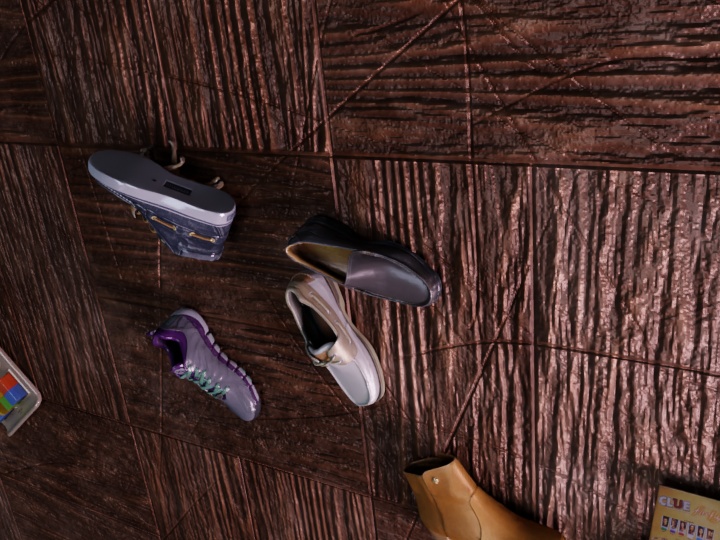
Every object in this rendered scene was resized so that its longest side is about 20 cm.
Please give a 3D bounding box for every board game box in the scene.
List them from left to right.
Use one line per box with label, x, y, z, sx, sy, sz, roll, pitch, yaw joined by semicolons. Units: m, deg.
board game box;0.395;0.314;0.756;0.197;0.137;0.035;10;152;28

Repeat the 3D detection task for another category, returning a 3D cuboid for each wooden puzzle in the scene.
wooden puzzle;-0.733;0.224;1.474;0.185;0.046;0.201;-37;90;39

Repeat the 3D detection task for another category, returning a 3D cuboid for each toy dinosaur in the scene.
toy dinosaur;-0.281;-0.116;1.018;0.197;0.058;0.103;-8;109;35

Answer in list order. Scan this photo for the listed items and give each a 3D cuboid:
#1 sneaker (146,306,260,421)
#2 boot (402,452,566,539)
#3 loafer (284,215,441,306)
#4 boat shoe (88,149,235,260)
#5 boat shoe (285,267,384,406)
sneaker;-0.234;0.155;1.100;0.201;0.087;0.074;51;128;1
boot;0.149;0.301;0.939;0.199;0.071;0.146;-13;108;41
loafer;0.000;0.000;0.888;0.197;0.072;0.074;20;121;22
boat shoe;-0.264;-0.080;0.968;0.197;0.071;0.092;23;127;-1
boat shoe;-0.039;0.094;0.960;0.074;0.068;0.202;-23;99;37
